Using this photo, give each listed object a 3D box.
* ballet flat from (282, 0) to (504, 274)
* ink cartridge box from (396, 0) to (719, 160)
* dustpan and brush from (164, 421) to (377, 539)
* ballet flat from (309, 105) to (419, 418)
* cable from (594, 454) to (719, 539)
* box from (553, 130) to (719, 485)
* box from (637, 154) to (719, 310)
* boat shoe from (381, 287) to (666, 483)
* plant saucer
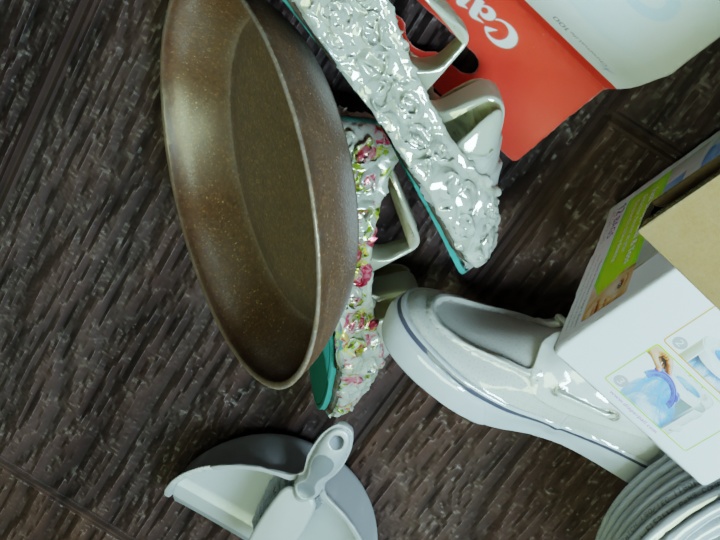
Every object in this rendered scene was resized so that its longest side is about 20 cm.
[{"bbox_3d":[0.029,-0.082,0.992,0.071,0.072,0.201,-10,130,33],"label":"ballet flat"},{"bbox_3d":[0.070,-0.138,0.958,0.160,0.047,0.200,41,133,-11],"label":"ink cartridge box"},{"bbox_3d":[-0.035,0.129,1.237,0.139,0.057,0.201,30,135,-1],"label":"dustpan and brush"},{"bbox_3d":[0.000,0.000,1.105,0.063,0.076,0.201,-10,136,-6],"label":"ballet flat"},{"bbox_3d":[0.216,0.158,1.095,0.199,0.070,0.200,24,123,-22],"label":"cable"},{"bbox_3d":[0.198,-0.010,0.959,0.101,0.113,0.200,41,133,-12],"label":"box"},{"bbox_3d":[0.235,0.006,0.864,0.200,0.021,0.163,42,131,-14],"label":"box"},{"bbox_3d":[0.109,0.050,1.087,0.199,0.071,0.070,27,128,-8],"label":"boat shoe"},{"bbox_3d":[-0.045,-0.046,1.019,0.200,0.036,0.202,166,90,-68],"label":"plant saucer"}]
